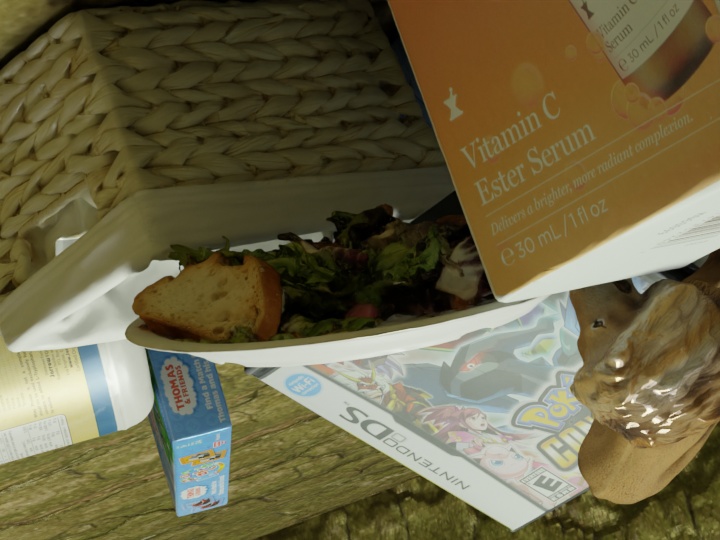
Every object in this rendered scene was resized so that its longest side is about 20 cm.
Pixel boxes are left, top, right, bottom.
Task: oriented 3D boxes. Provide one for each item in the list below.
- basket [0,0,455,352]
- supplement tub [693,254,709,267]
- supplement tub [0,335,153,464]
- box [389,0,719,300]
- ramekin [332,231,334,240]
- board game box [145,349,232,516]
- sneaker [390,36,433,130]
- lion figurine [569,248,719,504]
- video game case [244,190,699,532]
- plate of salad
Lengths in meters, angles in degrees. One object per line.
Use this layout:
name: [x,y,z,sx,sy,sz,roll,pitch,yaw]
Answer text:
basket: [-0.075,-0.049,1.166,0.200,0.124,0.135,-9,165,-43]
supplement tub: [0.175,-0.018,1.295,0.200,0.146,0.145,-11,166,-38]
supplement tub: [-0.215,0.033,1.254,0.199,0.145,0.145,-15,168,-7]
box: [0.099,-0.112,0.924,0.106,0.200,0.152,-11,166,-40]
ramekin: [0.073,-0.019,1.467,0.200,0.098,0.200,-27,-173,4]
board game box: [-0.107,0.042,1.373,0.036,0.152,0.200,-16,165,-7]
sneaker: [0.012,-0.072,1.317,0.077,0.076,0.200,-21,168,-17]
lion figurine: [0.129,0.057,1.069,0.123,0.072,0.200,-47,157,-28]
video game case: [0.075,0.040,1.192,0.181,0.026,0.200,32,134,-25]
plate of salad: [0.000,0.000,1.027,0.199,0.048,0.200,-9,-172,1]
